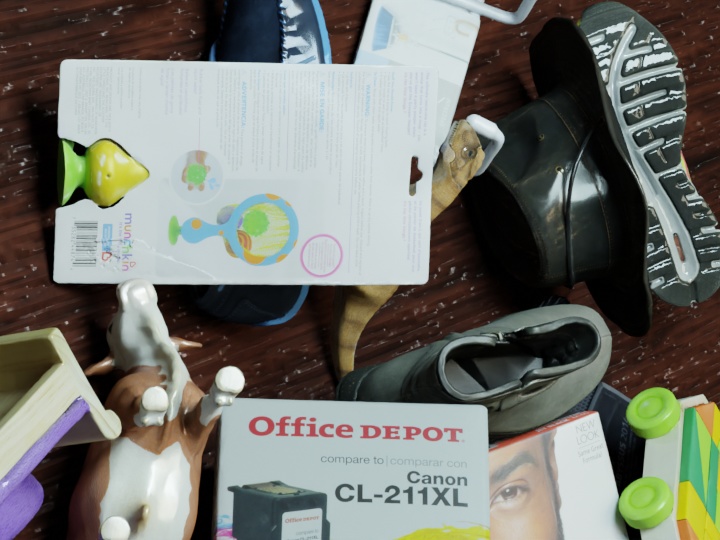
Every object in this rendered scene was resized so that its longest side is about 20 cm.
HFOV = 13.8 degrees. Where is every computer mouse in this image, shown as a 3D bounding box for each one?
[{"bbox_3d":[0.156,0.117,1.870,0.200,0.053,0.139,34,54,-30],"label":"computer mouse"}]

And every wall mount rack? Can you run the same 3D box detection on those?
[{"bbox_3d":[0.010,-0.142,1.724,0.173,0.075,0.201,20,59,-6],"label":"wall mount rack"}]

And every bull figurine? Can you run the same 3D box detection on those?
[{"bbox_3d":[-0.108,0.099,1.481,0.065,0.121,0.201,12,76,-15],"label":"bull figurine"}]

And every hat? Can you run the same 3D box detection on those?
[{"bbox_3d":[0.111,-0.047,1.811,0.080,0.201,0.202,-15,96,-9],"label":"hat"}]

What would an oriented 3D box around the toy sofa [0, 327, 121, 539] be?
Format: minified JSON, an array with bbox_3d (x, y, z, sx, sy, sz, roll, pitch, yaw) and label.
[{"bbox_3d":[-0.195,0.122,1.381,0.200,0.082,0.098,-50,120,-45],"label":"toy sofa"}]

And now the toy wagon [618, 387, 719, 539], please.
[{"bbox_3d":[0.201,0.173,1.782,0.155,0.039,0.201,56,30,-38],"label":"toy wagon"}]

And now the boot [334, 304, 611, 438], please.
[{"bbox_3d":[0.094,0.054,1.647,0.199,0.130,0.068,-16,86,-38],"label":"boot"}]

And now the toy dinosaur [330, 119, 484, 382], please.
[{"bbox_3d":[0.000,0.000,1.666,0.201,0.106,0.060,-63,168,25],"label":"toy dinosaur"}]

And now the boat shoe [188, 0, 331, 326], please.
[{"bbox_3d":[-0.058,-0.073,1.604,0.068,0.084,0.202,5,79,-40],"label":"boat shoe"}]

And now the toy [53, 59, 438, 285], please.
[{"bbox_3d":[-0.063,-0.053,1.550,0.199,0.047,0.116,0,102,-17],"label":"toy"}]

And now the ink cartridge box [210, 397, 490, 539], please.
[{"bbox_3d":[-0.007,0.169,1.522,0.083,0.145,0.201,95,-4,-56],"label":"ink cartridge box"}]

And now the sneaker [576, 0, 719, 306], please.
[{"bbox_3d":[0.171,-0.076,1.914,0.078,0.090,0.201,-18,103,-8],"label":"sneaker"}]

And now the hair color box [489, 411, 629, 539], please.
[{"bbox_3d":[0.105,0.193,1.744,0.110,0.064,0.201,-18,96,-29],"label":"hair color box"}]
